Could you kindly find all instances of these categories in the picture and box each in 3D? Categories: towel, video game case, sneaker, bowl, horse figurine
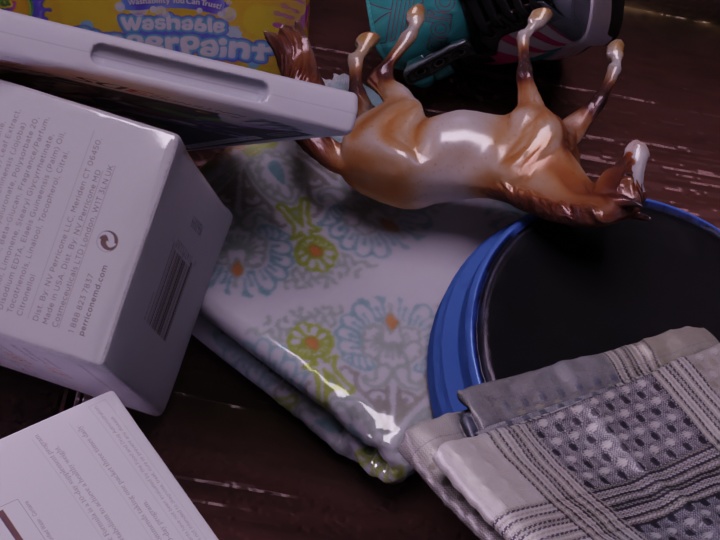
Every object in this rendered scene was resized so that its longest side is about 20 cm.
[{"bbox_3d":[0.141,0.099,1.026,0.192,0.035,0.200,-17,45,-34],"label":"towel"},{"bbox_3d":[0.000,0.000,1.202,0.200,0.048,0.171,37,56,22],"label":"towel"},{"bbox_3d":[-0.127,-0.085,1.142,0.181,0.200,0.023,11,85,-29],"label":"video game case"},{"bbox_3d":[0.063,-0.147,1.263,0.120,0.200,0.084,-8,84,-7],"label":"sneaker"},{"bbox_3d":[0.131,0.052,1.146,0.200,0.039,0.201,10,58,-16],"label":"bowl"},{"bbox_3d":[0.047,-0.072,1.177,0.199,0.050,0.133,4,53,10],"label":"horse figurine"}]

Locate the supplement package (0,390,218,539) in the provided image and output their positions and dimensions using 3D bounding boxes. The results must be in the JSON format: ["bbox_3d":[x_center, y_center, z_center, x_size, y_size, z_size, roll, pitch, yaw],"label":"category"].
[{"bbox_3d":[-0.163,0.155,0.988,0.199,0.114,0.110,-23,57,-28],"label":"supplement package"}]

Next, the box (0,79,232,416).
[{"bbox_3d":[-0.176,-0.023,1.094,0.199,0.152,0.107,18,81,8],"label":"box"}]

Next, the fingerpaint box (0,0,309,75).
[{"bbox_3d":[-0.124,-0.166,1.283,0.199,0.074,0.167,2,37,-1],"label":"fingerpaint box"}]
